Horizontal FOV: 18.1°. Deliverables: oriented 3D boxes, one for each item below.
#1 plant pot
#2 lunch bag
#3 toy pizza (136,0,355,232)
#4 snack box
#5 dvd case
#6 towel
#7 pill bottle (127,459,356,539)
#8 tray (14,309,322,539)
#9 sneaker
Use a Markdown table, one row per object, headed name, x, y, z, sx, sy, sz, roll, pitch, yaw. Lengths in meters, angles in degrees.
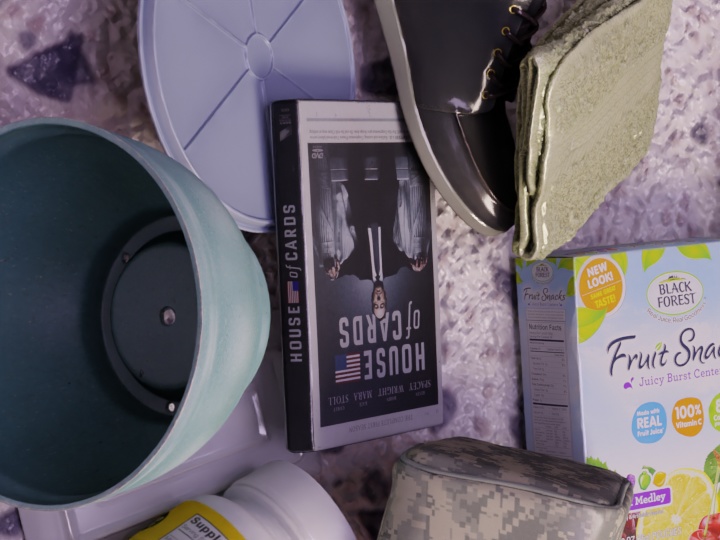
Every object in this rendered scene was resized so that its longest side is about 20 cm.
| name | x | y | z | sx | sy | sz | roll | pitch | yaw |
| --- | --- | --- | --- | --- | --- | --- | --- | --- | --- |
| plant pot | -0.131 | 0.024 | 1.217 | 0.134 | 0.199 | 0.202 | 3 | 89 | -60 |
| lunch bag | 0.080 | 0.195 | 1.328 | 0.138 | 0.200 | 0.169 | 13 | 92 | 8 |
| toy pizza | -0.070 | -0.122 | 1.309 | 0.200 | 0.032 | 0.202 | 10 | 78 | -54 |
| snack box | 0.188 | 0.083 | 1.483 | 0.168 | 0.067 | 0.202 | -7 | 93 | -35 |
| dvd case | 0.000 | 0.000 | 1.351 | 0.150 | 0.025 | 0.202 | -5 | 93 | -57 |
| towel | 0.145 | -0.103 | 1.408 | 0.200 | 0.036 | 0.150 | -44 | 143 | -50 |
| pill bottle | -0.100 | 0.198 | 1.267 | 0.199 | 0.114 | 0.115 | -32 | 107 | -29 |
| tray | -0.109 | 0.100 | 1.315 | 0.199 | 0.022 | 0.108 | -19 | 100 | -32 |
| sneaker | 0.080 | -0.125 | 1.367 | 0.075 | 0.106 | 0.202 | -33 | 104 | -61 |
